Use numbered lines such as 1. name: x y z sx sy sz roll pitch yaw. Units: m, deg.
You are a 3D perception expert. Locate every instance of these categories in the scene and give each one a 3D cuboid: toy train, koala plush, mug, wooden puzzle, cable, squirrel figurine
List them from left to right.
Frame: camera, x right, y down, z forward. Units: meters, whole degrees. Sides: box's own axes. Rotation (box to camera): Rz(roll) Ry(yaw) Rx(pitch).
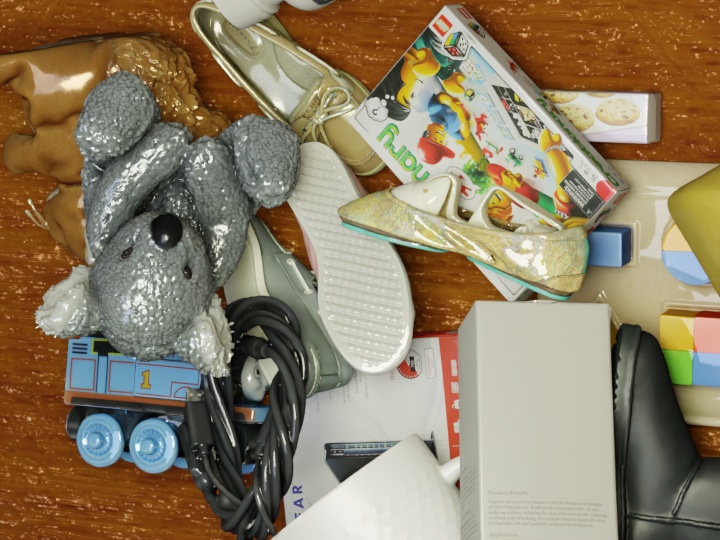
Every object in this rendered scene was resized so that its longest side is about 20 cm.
1. squirrel figurine: -0.205 -0.099 1.820 0.199 0.141 0.188 -4 101 26
2. koala plush: -0.153 -0.010 1.680 0.176 0.201 0.184 15 138 -11
3. toy train: -0.158 0.112 1.849 0.199 0.087 0.115 3 91 23
4. cable: -0.081 0.118 1.698 0.164 0.051 0.201 -57 34 30
5. mug: 0.057 0.224 1.686 0.200 0.148 0.176 -37 83 6
6. wooden puzzle: 0.220 0.017 1.692 0.184 0.046 0.201 3 97 24

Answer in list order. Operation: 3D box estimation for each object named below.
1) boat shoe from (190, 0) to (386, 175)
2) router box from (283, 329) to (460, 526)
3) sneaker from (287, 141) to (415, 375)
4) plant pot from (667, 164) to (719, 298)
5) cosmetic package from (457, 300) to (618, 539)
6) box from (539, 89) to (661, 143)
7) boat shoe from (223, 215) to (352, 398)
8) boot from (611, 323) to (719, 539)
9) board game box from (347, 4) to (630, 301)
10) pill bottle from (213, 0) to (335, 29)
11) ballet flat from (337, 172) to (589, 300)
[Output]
1. boat shoe: -0.057 -0.150 1.785 0.201 0.063 0.073 46 111 13
2. router box: 0.023 0.153 1.792 0.179 0.049 0.201 -4 94 24
3. sneaker: 0.000 0.000 1.749 0.075 0.105 0.201 -25 67 6
4. plant pot: 0.338 -0.023 1.528 0.195 0.200 0.195 -31 83 8
5. cosmetic package: 0.130 0.128 1.622 0.107 0.085 0.201 4 71 -7
6. box: 0.136 -0.122 1.717 0.199 0.039 0.042 4 97 23
7. boat shoe: -0.062 0.026 1.787 0.200 0.061 0.073 -116 35 -42
8. boot: 0.265 0.143 1.653 0.167 0.076 0.201 3 93 2
9. board game box: 0.097 -0.090 1.693 0.200 0.035 0.126 48 116 14
10. pill bottle: -0.028 -0.273 1.718 0.199 0.120 0.120 -26 85 17
11. ballet flat: 0.080 -0.038 1.653 0.199 0.071 0.071 19 103 19
